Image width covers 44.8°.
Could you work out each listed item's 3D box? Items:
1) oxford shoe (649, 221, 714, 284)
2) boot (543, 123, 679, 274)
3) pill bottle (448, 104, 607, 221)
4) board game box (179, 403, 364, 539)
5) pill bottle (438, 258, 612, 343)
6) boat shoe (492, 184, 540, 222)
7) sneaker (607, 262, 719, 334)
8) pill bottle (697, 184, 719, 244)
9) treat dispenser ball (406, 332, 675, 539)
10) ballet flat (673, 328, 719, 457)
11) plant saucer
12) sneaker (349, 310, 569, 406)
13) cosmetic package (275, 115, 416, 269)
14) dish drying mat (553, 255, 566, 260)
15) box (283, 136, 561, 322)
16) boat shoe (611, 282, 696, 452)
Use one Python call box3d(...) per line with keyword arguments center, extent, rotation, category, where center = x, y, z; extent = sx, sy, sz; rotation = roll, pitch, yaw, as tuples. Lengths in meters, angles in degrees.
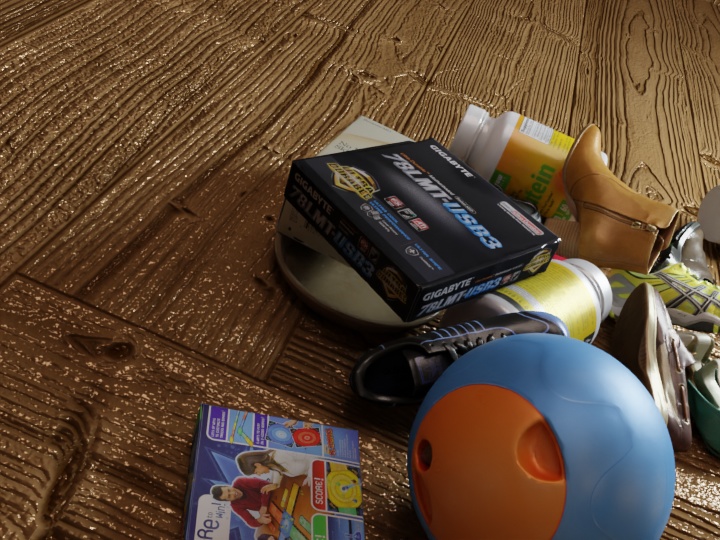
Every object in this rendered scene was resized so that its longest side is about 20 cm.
box3d(center=(0.430, -0.003, 1.165), extent=(0.084, 0.073, 0.200), rotation=(45, 40, 3), category="oxford shoe")
box3d(center=(0.312, -0.086, 1.057), extent=(0.143, 0.071, 0.202), rotation=(12, 63, 26), category="boot")
box3d(center=(0.222, -0.148, 1.193), extent=(0.199, 0.111, 0.111), rotation=(25, 35, 4), category="pill bottle")
box3d(center=(-0.065, 0.193, 0.648), extent=(0.135, 0.035, 0.200), rotation=(13, 36, -12), category="board game box")
box3d(center=(0.179, 0.051, 0.904), extent=(0.111, 0.112, 0.200), rotation=(40, 39, 24), category="pill bottle")
box3d(center=(0.154, -0.080, 1.113), extent=(0.199, 0.057, 0.069), rotation=(0, 40, -29), category="boat shoe")
box3d(center=(0.383, 0.030, 1.014), extent=(0.199, 0.077, 0.075), rotation=(8, 0, 13), category="sneaker")
box3d(center=(0.610, -0.069, 1.300), extent=(0.199, 0.113, 0.113), rotation=(8, 37, -19), category="pill bottle")
box3d(center=(0.135, 0.149, 0.670), extent=(0.200, 0.201, 0.201), rotation=(15, 35, -11), category="treat dispenser ball")
box3d(center=(0.377, 0.112, 0.967), extent=(0.067, 0.071, 0.200), rotation=(6, 38, -22), category="ballet flat")
box3d(center=(0.000, 0.000, 0.947), extent=(0.199, 0.030, 0.200), rotation=(15, 36, -11), category="plant saucer")
box3d(center=(0.087, 0.082, 0.771), extent=(0.199, 0.070, 0.078), rotation=(-16, -3, 10), category="sneaker")
box3d(center=(-0.003, -0.093, 0.984), extent=(0.103, 0.073, 0.200), rotation=(26, 36, 7), category="cosmetic package")
box3d(center=(0.193, -0.030, 1.057), extent=(0.200, 0.018, 0.077), rotation=(32, 39, -10), category="dish drying mat")
box3d(center=(0.060, -0.051, 0.854), extent=(0.198, 0.050, 0.200), rotation=(-17, 49, -37), category="box")
box3d(center=(0.321, 0.103, 0.937), extent=(0.072, 0.072, 0.201), rotation=(19, 46, -10), category="boat shoe")
